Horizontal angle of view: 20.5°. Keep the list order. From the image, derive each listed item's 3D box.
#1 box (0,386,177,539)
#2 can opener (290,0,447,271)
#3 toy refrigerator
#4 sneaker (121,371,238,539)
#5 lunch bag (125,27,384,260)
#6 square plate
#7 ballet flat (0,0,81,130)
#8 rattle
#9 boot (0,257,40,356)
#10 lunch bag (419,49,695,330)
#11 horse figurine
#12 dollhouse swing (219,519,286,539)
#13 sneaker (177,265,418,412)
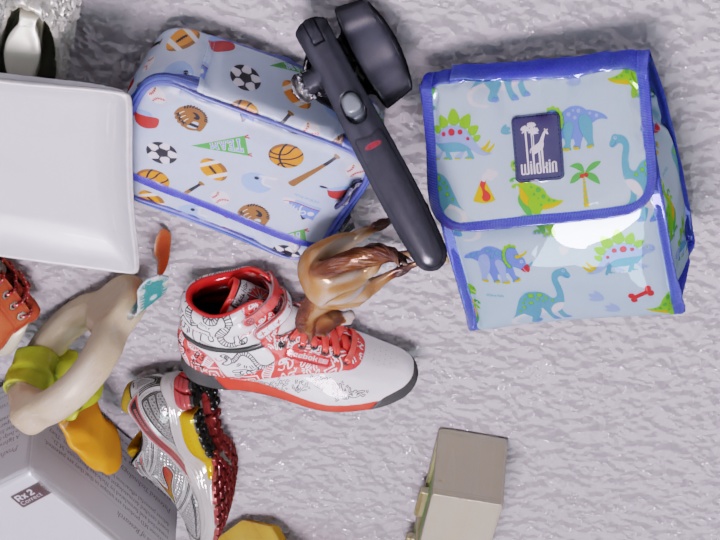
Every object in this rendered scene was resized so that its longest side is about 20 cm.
[{"bbox_3d":[-0.300,0.222,1.788,0.199,0.131,0.200,-27,127,22],"label":"box"},{"bbox_3d":[0.011,-0.090,1.395,0.079,0.063,0.200,-24,85,13],"label":"can opener"},{"bbox_3d":[0.080,0.235,1.803,0.070,0.076,0.200,9,138,-1],"label":"toy refrigerator"},{"bbox_3d":[-0.159,0.164,1.774,0.082,0.078,0.200,0,127,14],"label":"sneaker"},{"bbox_3d":[-0.087,-0.087,1.487,0.200,0.076,0.160,23,137,-14],"label":"lunch bag"},{"bbox_3d":[-0.261,-0.080,1.462,0.200,0.028,0.198,8,141,3],"label":"square plate"},{"bbox_3d":[-0.247,-0.145,1.456,0.072,0.072,0.200,12,138,-4],"label":"ballet flat"},{"bbox_3d":[-0.187,0.076,1.647,0.200,0.130,0.143,-40,103,10],"label":"rattle"},{"bbox_3d":[-0.306,0.003,1.626,0.107,0.075,0.200,12,141,-18],"label":"boot"},{"bbox_3d":[0.144,-0.064,1.448,0.170,0.128,0.200,-5,122,17],"label":"lunch bag"},{"bbox_3d":[0.000,0.000,1.509,0.132,0.050,0.200,-21,170,2],"label":"horse figurine"},{"bbox_3d":[-0.078,0.360,1.919,0.200,0.176,0.182,-38,145,20],"label":"dollhouse swing"},{"bbox_3d":[-0.052,0.055,1.636,0.201,0.067,0.108,6,140,6],"label":"sneaker"}]
